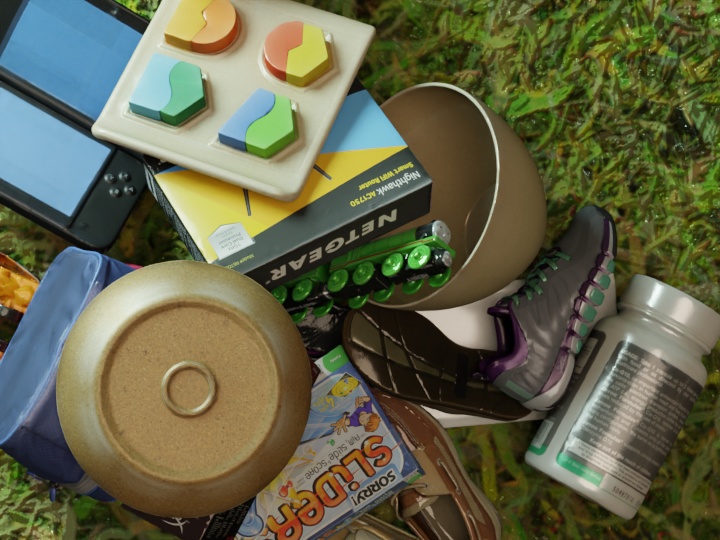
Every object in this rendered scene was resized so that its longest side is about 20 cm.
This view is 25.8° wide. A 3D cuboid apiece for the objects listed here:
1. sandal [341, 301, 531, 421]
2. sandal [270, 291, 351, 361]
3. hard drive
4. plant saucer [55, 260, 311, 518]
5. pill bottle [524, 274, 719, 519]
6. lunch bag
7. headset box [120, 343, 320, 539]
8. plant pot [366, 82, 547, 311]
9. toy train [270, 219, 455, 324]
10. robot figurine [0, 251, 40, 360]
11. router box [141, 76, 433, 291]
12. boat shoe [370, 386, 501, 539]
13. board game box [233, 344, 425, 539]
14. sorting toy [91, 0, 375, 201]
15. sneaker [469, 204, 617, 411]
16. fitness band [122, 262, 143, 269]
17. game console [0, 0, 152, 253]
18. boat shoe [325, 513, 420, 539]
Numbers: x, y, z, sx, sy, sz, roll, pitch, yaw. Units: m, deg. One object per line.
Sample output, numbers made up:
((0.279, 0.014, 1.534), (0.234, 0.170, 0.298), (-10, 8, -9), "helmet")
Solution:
((0.066, 0.089, 1.422), (0.200, 0.055, 0.082), (17, 68, -24), "sandal")
((-0.055, 0.052, 1.429), (0.200, 0.048, 0.076), (9, 89, -10), "sandal")
((0.143, 0.075, 1.473), (0.199, 0.027, 0.132), (-4, 91, -10), "hard drive")
((-0.133, 0.091, 1.211), (0.200, 0.035, 0.201), (1, 86, -11), "plant saucer")
((0.242, 0.112, 1.420), (0.113, 0.113, 0.200), (30, 87, -8), "pill bottle")
((-0.217, 0.095, 1.294), (0.132, 0.136, 0.200), (30, 84, -26), "lunch bag")
((-0.107, 0.128, 1.314), (0.077, 0.149, 0.200), (25, 83, 9), "headset box")
((0.089, -0.052, 1.399), (0.134, 0.200, 0.201), (17, 87, -42), "plant pot")
((0.000, 0.000, 1.346), (0.042, 0.200, 0.057), (40, 49, -36), "toy train")
((-0.371, 0.027, 1.373), (0.200, 0.058, 0.145), (24, 86, -9), "robot figurine")
((-0.061, -0.073, 1.319), (0.200, 0.051, 0.149), (-27, 62, -15), "router box")
((0.055, 0.191, 1.424), (0.076, 0.072, 0.200), (-39, 96, 25), "boat shoe")
((-0.061, 0.178, 1.391), (0.200, 0.034, 0.136), (-35, 70, 3), "board game box")
((-0.104, -0.164, 1.320), (0.185, 0.037, 0.200), (19, 61, 10), "sorting toy")
((0.166, 0.022, 1.415), (0.087, 0.074, 0.200), (25, 73, -19), "sneaker")
((-0.229, 0.090, 1.385), (0.143, 0.037, 0.200), (33, 81, -26), "fitness band")
((-0.259, -0.144, 1.355), (0.200, 0.118, 0.171), (29, 52, -8), "game console")
((-0.022, 0.243, 1.419), (0.199, 0.076, 0.072), (15, 90, -6), "boat shoe")
